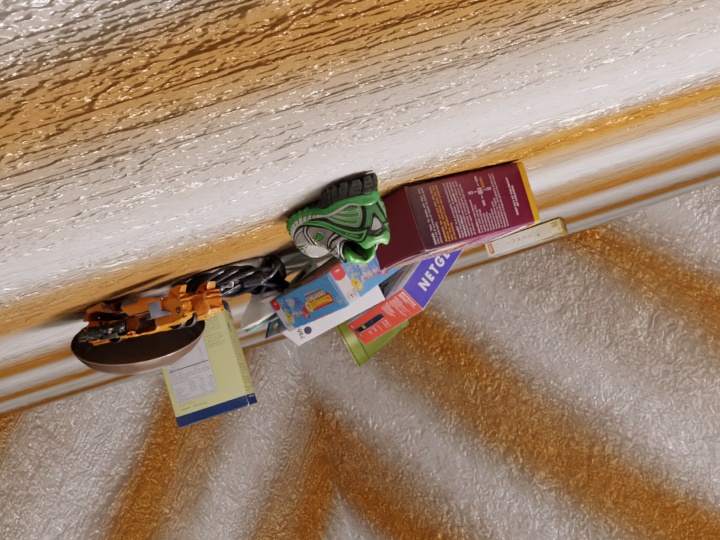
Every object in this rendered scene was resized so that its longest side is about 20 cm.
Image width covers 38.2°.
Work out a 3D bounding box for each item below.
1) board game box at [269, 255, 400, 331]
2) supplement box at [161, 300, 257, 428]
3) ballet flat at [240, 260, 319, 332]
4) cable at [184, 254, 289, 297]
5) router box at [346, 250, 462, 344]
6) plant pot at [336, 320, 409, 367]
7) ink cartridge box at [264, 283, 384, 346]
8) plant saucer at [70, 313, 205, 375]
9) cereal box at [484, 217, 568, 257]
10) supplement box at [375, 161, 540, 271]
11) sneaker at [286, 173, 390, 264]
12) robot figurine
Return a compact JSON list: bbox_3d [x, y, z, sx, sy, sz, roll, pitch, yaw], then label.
[{"bbox_3d":[-0.010,0.000,1.536,0.199,0.056,0.195,-36,-174,-31],"label":"board game box"},{"bbox_3d":[-0.286,0.168,1.908,0.133,0.202,0.200,-17,175,-3],"label":"supplement box"},{"bbox_3d":[-0.133,0.036,1.698,0.069,0.070,0.199,-22,-175,45],"label":"ballet flat"},{"bbox_3d":[-0.188,0.026,1.564,0.161,0.051,0.200,-17,176,-6],"label":"cable"},{"bbox_3d":[0.083,0.012,1.705,0.201,0.049,0.179,-53,-170,-35],"label":"router box"},{"bbox_3d":[0.030,0.143,3.000,0.191,0.202,0.200,-29,175,-2],"label":"plant pot"},{"bbox_3d":[-0.056,0.065,1.660,0.198,0.040,0.100,-27,-167,5],"label":"ink cartridge box"},{"bbox_3d":[-0.325,0.106,1.538,0.197,0.033,0.201,-6,-159,2],"label":"plant saucer"},{"bbox_3d":[0.419,-0.081,2.623,0.198,0.040,0.144,-19,175,15],"label":"cereal box"},{"bbox_3d":[0.119,-0.071,1.353,0.198,0.087,0.110,-15,175,-33],"label":"supplement box"},{"bbox_3d":[-0.027,-0.041,1.177,0.077,0.086,0.200,-15,175,-21],"label":"sneaker"},{"bbox_3d":[-0.298,0.062,1.453,0.198,0.059,0.145,-13,178,25],"label":"robot figurine"}]
